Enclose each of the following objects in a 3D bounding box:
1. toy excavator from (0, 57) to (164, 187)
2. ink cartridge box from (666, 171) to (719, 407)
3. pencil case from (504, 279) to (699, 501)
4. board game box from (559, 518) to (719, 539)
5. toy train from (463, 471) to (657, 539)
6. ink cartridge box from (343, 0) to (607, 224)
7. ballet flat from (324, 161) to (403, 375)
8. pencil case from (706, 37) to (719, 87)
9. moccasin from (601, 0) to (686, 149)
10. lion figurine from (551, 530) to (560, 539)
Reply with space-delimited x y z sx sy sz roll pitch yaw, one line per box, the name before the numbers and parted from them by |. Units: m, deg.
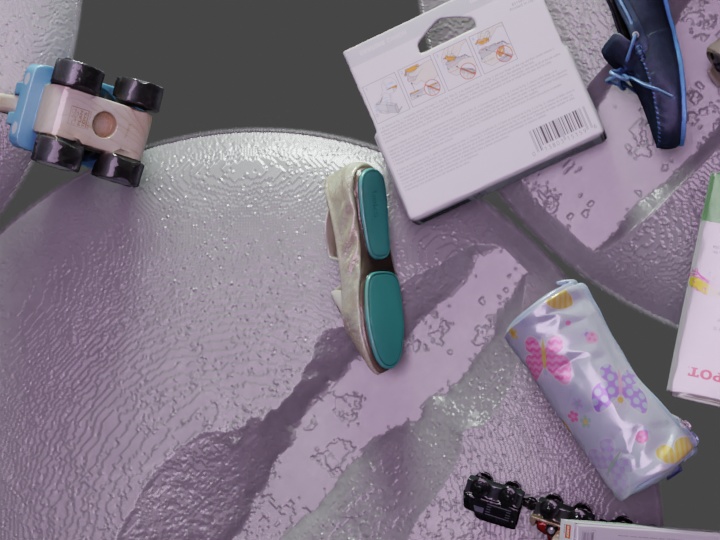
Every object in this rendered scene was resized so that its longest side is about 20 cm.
toy excavator | -0.314 -0.153 1.753 0.193 0.199 0.101 15 87 -32
ink cartridge box | 0.361 0.028 1.606 0.144 0.087 0.202 11 86 12
pencil case | 0.215 0.107 1.629 0.091 0.083 0.201 -43 77 29
board game box | 0.264 0.288 1.586 0.198 0.035 0.128 7 86 -18
toy train | 0.187 0.233 1.651 0.198 0.034 0.046 16 101 13
ink cartridge box | 0.105 -0.162 1.694 0.199 0.044 0.175 -24 81 9
ballet flat | 0.000 0.000 1.702 0.062 0.067 0.202 -11 79 38
pencil case | 0.393 -0.242 1.626 0.078 0.089 0.200 37 94 -17
moccasin | 0.250 -0.202 1.656 0.068 0.081 0.202 -9 71 -4
lion figurine | 0.221 0.331 1.624 0.199 0.072 0.123 37 86 -9
